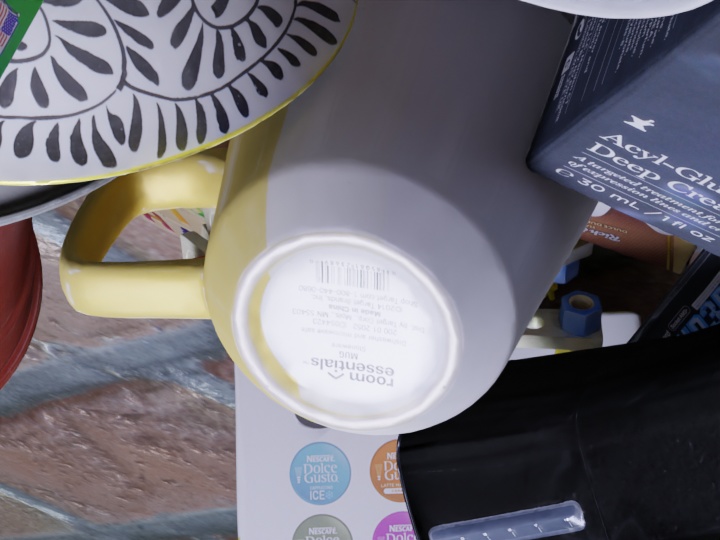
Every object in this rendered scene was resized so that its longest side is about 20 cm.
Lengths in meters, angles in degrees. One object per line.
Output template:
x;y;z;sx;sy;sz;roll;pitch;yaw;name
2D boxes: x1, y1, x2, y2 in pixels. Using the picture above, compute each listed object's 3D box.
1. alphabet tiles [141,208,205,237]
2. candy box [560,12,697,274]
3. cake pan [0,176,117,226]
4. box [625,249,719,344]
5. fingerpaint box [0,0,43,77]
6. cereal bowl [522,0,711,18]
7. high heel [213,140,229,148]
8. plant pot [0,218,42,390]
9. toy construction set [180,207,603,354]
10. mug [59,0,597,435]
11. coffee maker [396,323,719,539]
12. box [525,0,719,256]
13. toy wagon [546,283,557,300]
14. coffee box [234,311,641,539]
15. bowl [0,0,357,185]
-0.079;-0.027;1.320;0.166;0.006;0.200;26;167;31;alphabet tiles
0.059;-0.070;1.061;0.199;0.057;0.117;21;162;2;candy box
-0.160;-0.084;0.986;0.199;0.200;0.037;12;130;25;cake pan
0.190;0.061;1.082;0.159;0.046;0.200;41;140;7;box
-0.168;-0.143;0.835;0.166;0.201;0.073;10;150;27;fingerpaint box
0.043;-0.165;0.722;0.199;0.084;0.200;26;159;11;cereal bowl
-0.102;-0.078;1.157;0.199;0.068;0.096;23;-175;0;high heel
-0.248;-0.034;1.308;0.200;0.202;0.195;22;154;-6;plant pot
0.000;0.000;1.126;0.199;0.093;0.131;0;-147;-30;toy construction set
-0.002;-0.009;0.955;0.186;0.153;0.149;-35;108;30;mug
0.125;0.066;1.027;0.134;0.194;0.199;12;162;-42;coffee maker
0.166;-0.075;0.843;0.148;0.108;0.200;24;161;-9;box
0.009;-0.027;1.271;0.199;0.040;0.155;12;161;23;toy wagon
0.046;0.129;1.297;0.198;0.199;0.200;-2;173;5;coffee box
-0.105;-0.126;0.921;0.200;0.201;0.095;11;132;25;bowl
